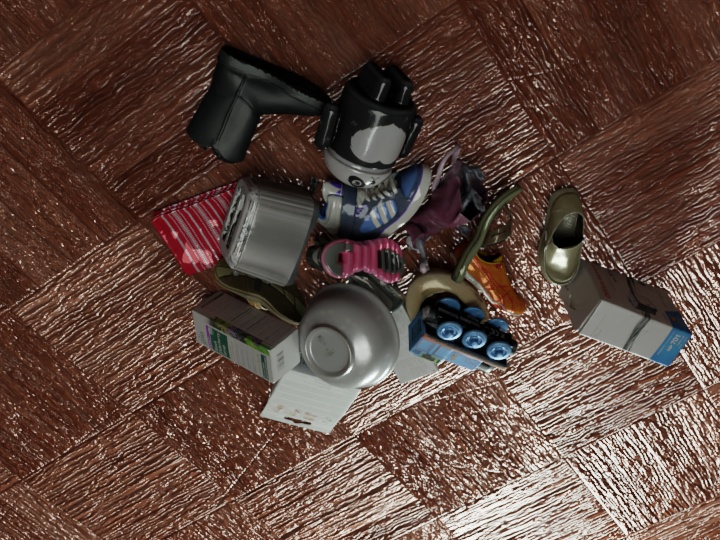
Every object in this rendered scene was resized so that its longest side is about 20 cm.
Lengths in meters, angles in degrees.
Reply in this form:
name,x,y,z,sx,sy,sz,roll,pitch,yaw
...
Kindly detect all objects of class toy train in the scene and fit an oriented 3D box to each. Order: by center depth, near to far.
name,x,y,z,sx,sy,sz,roll,pitch,yaw
toy train,0.186,0.125,1.579,0.199,0.087,0.114,22,130,-19

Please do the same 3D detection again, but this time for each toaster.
name,x,y,z,sx,sy,sz,roll,pitch,yaw
toaster,-0.156,-0.076,1.477,0.129,0.114,0.201,13,111,-26

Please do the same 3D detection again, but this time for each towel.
name,x,y,z,sx,sy,sz,roll,pitch,yaw
towel,-0.255,-0.075,1.548,0.199,0.023,0.145,-19,124,10

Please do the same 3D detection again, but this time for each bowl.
name,x,y,z,sx,sy,sz,roll,pitch,yaw
bowl,-0.037,0.130,1.537,0.200,0.090,0.202,9,111,25

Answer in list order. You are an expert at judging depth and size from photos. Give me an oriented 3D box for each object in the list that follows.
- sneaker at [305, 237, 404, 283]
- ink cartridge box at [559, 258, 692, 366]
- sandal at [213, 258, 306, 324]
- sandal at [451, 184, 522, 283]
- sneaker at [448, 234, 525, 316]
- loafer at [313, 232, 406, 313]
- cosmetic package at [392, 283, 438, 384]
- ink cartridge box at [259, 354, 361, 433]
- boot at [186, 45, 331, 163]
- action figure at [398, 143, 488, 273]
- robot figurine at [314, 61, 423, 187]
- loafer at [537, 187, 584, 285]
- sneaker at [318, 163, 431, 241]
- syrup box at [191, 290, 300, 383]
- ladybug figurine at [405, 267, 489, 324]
name,x,y,z,sx,sy,sz,roll,pitch,yaw
sneaker,-0.010,-0.020,1.500,0.200,0.095,0.079,7,85,-42
ink cartridge box,0.487,0.077,1.604,0.199,0.147,0.086,21,119,-16
sandal,-0.187,0.039,1.599,0.200,0.081,0.054,26,145,-23
sandal,0.228,-0.060,1.516,0.057,0.080,0.201,31,97,8
sneaker,0.249,0.015,1.601,0.077,0.073,0.200,-42,119,12
loafer,0.000,0.000,1.574,0.063,0.072,0.200,-43,99,-1
cosmetic package,0.076,0.125,1.678,0.082,0.051,0.200,-19,122,15
ink cartridge box,-0.103,0.254,1.775,0.160,0.047,0.200,17,139,-13
boot,-0.165,-0.247,1.399,0.200,0.076,0.168,23,117,-9
action figure,0.125,-0.096,1.493,0.200,0.134,0.149,-34,93,41
robot figurine,0.016,-0.228,1.391,0.150,0.125,0.200,24,121,2
loafer,0.363,-0.049,1.561,0.075,0.068,0.201,-5,124,1
sneaker,0.010,-0.129,1.484,0.146,0.081,0.200,26,126,-25
syrup box,-0.210,0.119,1.583,0.200,0.081,0.079,22,130,30
ladybug figurine,0.163,0.067,1.629,0.136,0.072,0.200,-31,120,18
